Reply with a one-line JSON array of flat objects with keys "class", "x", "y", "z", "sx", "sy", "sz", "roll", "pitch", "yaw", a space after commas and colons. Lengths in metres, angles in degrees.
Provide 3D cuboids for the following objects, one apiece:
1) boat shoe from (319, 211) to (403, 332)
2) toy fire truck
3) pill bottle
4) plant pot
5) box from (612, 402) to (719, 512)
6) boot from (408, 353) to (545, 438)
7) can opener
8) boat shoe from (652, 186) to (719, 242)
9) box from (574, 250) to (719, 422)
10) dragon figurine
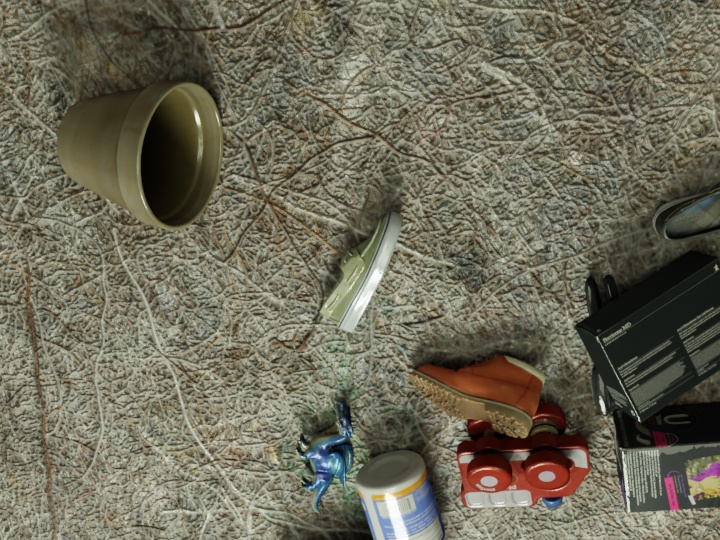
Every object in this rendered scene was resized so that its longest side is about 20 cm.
[{"class": "boat shoe", "x": 0.000, "y": 0.000, "z": 1.360, "sx": 0.062, "sy": 0.072, "sz": 0.201, "roll": 24, "pitch": 114, "yaw": -3}, {"class": "toy fire truck", "x": 0.242, "y": 0.296, "z": 1.418, "sx": 0.198, "sy": 0.113, "sz": 0.169, "roll": -6, "pitch": 132, "yaw": 11}, {"class": "pill bottle", "x": 0.070, "y": 0.391, "z": 1.464, "sx": 0.111, "sy": 0.112, "sz": 0.201, "roll": -13, "pitch": 107, "yaw": 13}, {"class": "plant pot", "x": -0.313, "y": -0.166, "z": 1.302, "sx": 0.172, "sy": 0.200, "sz": 0.202, "roll": 10, "pitch": 111, "yaw": 22}, {"class": "box", "x": 0.468, "y": 0.263, "z": 1.350, "sx": 0.198, "sy": 0.122, "sz": 0.107, "roll": -6, "pitch": 107, "yaw": 11}, {"class": "boot", "x": 0.173, "y": 0.165, "z": 1.394, "sx": 0.199, "sy": 0.108, "sz": 0.075, "roll": 17, "pitch": 152, "yaw": 26}, {"class": "can opener", "x": 0.357, "y": 0.104, "z": 1.346, "sx": 0.063, "sy": 0.079, "sz": 0.202, "roll": -3, "pitch": 100, "yaw": 18}, {"class": "boat shoe", "x": 0.488, "y": -0.087, "z": 1.254, "sx": 0.199, "sy": 0.066, "sz": 0.070, "roll": -17, "pitch": 106, "yaw": 14}, {"class": "box", "x": 0.415, "y": 0.087, "z": 1.287, "sx": 0.199, "sy": 0.079, "sz": 0.142, "roll": -31, "pitch": 105, "yaw": -5}, {"class": "dragon figurine", "x": -0.044, "y": 0.304, "z": 1.479, "sx": 0.099, "sy": 0.059, "sz": 0.202, "roll": -3, "pitch": 107, "yaw": 10}]
